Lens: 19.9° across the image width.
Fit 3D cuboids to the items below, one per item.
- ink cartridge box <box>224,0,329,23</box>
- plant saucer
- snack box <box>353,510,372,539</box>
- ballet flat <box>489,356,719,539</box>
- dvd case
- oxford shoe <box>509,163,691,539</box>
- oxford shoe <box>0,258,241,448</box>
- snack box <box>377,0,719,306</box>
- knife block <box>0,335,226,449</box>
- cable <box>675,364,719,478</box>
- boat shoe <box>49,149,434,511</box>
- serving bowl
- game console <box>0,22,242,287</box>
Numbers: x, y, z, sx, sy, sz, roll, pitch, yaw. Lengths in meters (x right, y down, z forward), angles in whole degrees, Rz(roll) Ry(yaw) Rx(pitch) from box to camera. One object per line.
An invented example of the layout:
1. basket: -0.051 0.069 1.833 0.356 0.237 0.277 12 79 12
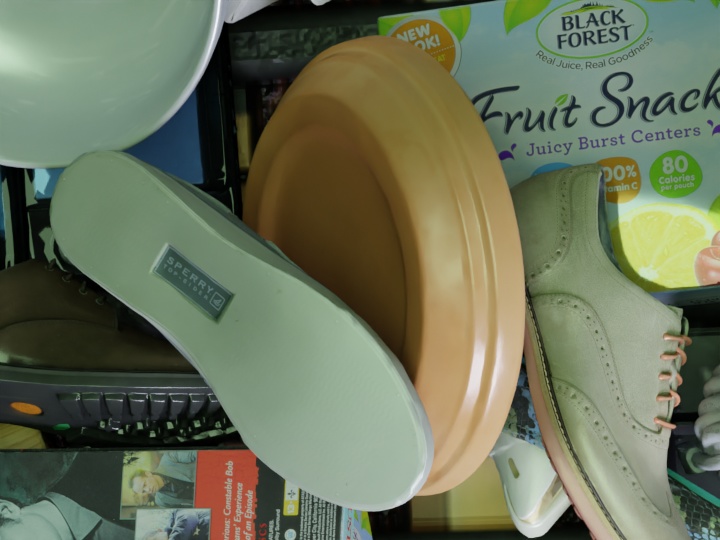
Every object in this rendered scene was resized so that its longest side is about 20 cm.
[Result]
1. ink cartridge box: -0.046 -0.217 0.900 0.200 0.128 0.125 45 130 6
2. plant saucer: 0.000 0.000 0.886 0.037 0.200 0.201 -7 87 -31
3. snack box: -0.066 0.210 0.887 0.168 0.068 0.201 -18 68 16
4. ballet flat: 0.106 0.102 0.904 0.200 0.074 0.074 34 94 25
5. dvd case: -0.102 0.147 0.864 0.199 0.022 0.147 -2 73 14
6. oxford shoe: 0.107 0.048 0.845 0.074 0.071 0.201 -24 79 8
7. oxford shoe: -0.124 0.031 0.895 0.199 0.073 0.085 7 62 -11
8. snack box: 0.113 -0.054 0.919 0.199 0.053 0.143 -7 79 13
9. knife block: -0.163 0.113 0.941 0.175 0.064 0.201 21 75 8
10. cable: 0.234 0.088 0.841 0.199 0.200 0.069 28 81 9
11. boat shoe: -0.041 0.020 0.852 0.201 0.071 0.070 41 104 16
12. serving bowl: -0.142 -0.147 0.861 0.199 0.066 0.201 8 122 13
13. game console: -0.153 -0.091 0.939 0.172 0.119 0.201 -5 89 10
